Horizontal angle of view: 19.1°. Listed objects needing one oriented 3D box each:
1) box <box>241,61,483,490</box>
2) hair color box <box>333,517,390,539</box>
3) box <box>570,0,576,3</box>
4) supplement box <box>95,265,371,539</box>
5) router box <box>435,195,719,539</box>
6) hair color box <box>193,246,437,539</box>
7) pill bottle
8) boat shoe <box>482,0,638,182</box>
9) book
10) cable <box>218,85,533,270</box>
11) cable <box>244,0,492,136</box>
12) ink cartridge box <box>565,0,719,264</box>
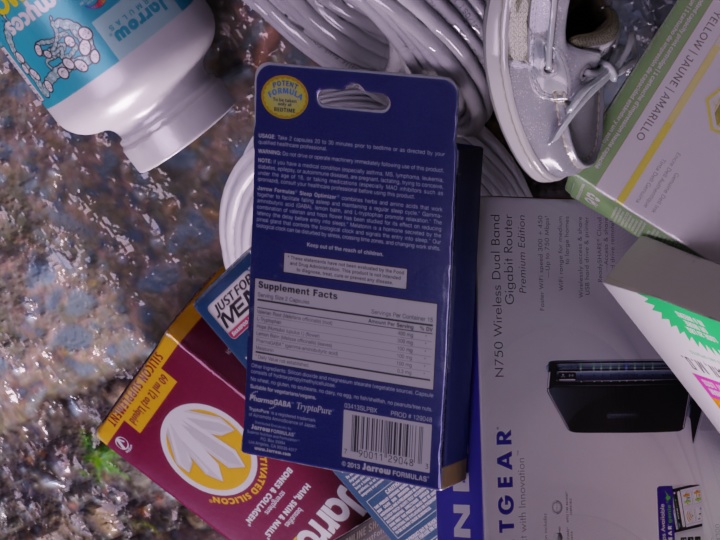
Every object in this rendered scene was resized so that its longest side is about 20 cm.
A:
[{"bbox_3d":[0.000,0.000,1.064,0.120,0.032,0.202,8,102,30],"label":"box"},{"bbox_3d":[0.080,0.204,1.279,0.111,0.064,0.200,-35,130,29],"label":"hair color box"},{"bbox_3d":[0.079,-0.247,1.039,0.200,0.101,0.113,41,129,-3],"label":"box"},{"bbox_3d":[-0.049,0.110,1.334,0.200,0.086,0.110,38,128,0],"label":"supplement box"},{"bbox_3d":[0.125,0.065,1.115,0.049,0.178,0.202,-9,82,61],"label":"router box"},{"bbox_3d":[0.013,0.060,1.163,0.200,0.100,0.060,50,129,1],"label":"hair color box"},{"bbox_3d":[-0.157,-0.155,1.207,0.110,0.111,0.200,-28,105,36],"label":"pill bottle"},{"bbox_3d":[0.099,-0.133,0.990,0.064,0.074,0.203,10,117,26],"label":"boat shoe"},{"bbox_3d":[0.220,0.070,1.049,0.200,0.048,0.133,48,168,-27],"label":"book"},{"bbox_3d":[0.011,-0.010,1.240,0.199,0.069,0.201,12,124,19],"label":"cable"},{"bbox_3d":[-0.002,-0.154,1.092,0.200,0.069,0.200,45,168,-33],"label":"cable"},{"bbox_3d":[0.223,-0.050,1.071,0.199,0.146,0.048,33,171,7],"label":"ink cartridge box"}]
